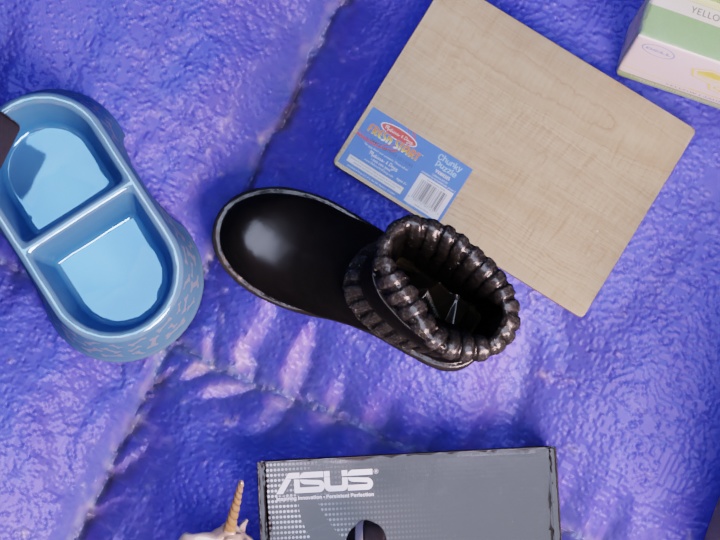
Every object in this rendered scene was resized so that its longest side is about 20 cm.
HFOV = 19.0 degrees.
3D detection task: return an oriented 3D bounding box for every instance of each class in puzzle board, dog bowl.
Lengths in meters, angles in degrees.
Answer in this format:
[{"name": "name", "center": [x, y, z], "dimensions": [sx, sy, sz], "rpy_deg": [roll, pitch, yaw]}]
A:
[{"name": "puzzle board", "center": [0.104, -0.083, 1.456], "dimensions": [0.200, 0.017, 0.151], "rpy_deg": [32, 87, 3]}, {"name": "dog bowl", "center": [-0.186, -0.033, 1.433], "dimensions": [0.111, 0.050, 0.200], "rpy_deg": [-33, 86, -3]}]

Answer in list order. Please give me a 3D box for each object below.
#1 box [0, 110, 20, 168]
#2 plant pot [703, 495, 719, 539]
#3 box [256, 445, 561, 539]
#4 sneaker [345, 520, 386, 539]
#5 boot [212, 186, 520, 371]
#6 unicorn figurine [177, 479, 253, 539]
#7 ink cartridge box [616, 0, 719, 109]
[{"name": "box", "center": [-0.360, -0.054, 1.377], "dimensions": [0.198, 0.123, 0.200], "rpy_deg": [24, 85, 21]}, {"name": "plant pot", "center": [0.335, 0.132, 1.357], "dimensions": [0.200, 0.200, 0.177], "rpy_deg": [13, 74, 1]}, {"name": "box", "center": [0.035, 0.215, 1.412], "dimensions": [0.200, 0.048, 0.193], "rpy_deg": [-2, 87, 0]}, {"name": "sneaker", "center": [-0.040, 0.249, 1.352], "dimensions": [0.083, 0.072, 0.200], "rpy_deg": [17, 87, 5]}, {"name": "boot", "center": [0.002, -0.002, 1.376], "dimensions": [0.211, 0.158, 0.080], "rpy_deg": [22, 85, 2]}, {"name": "unicorn figurine", "center": [-0.129, 0.244, 1.390], "dimensions": [0.137, 0.074, 0.200], "rpy_deg": [-6, 82, 4]}, {"name": "ink cartridge box", "center": [0.250, -0.146, 1.369], "dimensions": [0.145, 0.200, 0.048], "rpy_deg": [19, 82, 1]}]
